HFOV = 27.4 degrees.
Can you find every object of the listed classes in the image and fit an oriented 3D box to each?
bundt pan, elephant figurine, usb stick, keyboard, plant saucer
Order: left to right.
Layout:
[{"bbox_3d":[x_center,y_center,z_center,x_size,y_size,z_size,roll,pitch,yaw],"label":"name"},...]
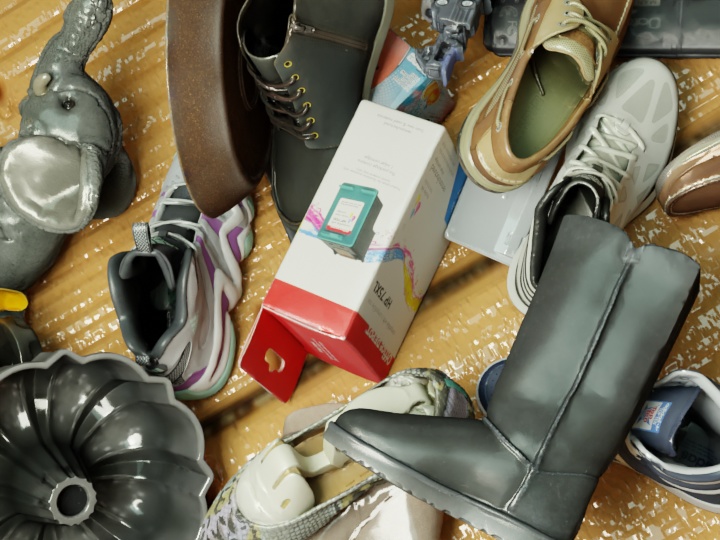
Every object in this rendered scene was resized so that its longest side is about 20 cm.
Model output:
[{"bbox_3d":[-0.228,-0.079,1.095,0.200,0.155,0.142,-27,43,15],"label":"elephant figurine"},{"bbox_3d":[-0.206,0.147,0.995,0.076,0.202,0.202,11,70,58],"label":"bundt pan"},{"bbox_3d":[-0.091,-0.136,1.020,0.034,0.200,0.201,0,71,9],"label":"plant saucer"},{"bbox_3d":[0.122,-0.105,1.047,0.056,0.011,0.201,23,87,-3],"label":"keyboard"},{"bbox_3d":[0.189,-0.180,1.073,0.199,0.033,0.056,3,78,17],"label":"usb stick"}]

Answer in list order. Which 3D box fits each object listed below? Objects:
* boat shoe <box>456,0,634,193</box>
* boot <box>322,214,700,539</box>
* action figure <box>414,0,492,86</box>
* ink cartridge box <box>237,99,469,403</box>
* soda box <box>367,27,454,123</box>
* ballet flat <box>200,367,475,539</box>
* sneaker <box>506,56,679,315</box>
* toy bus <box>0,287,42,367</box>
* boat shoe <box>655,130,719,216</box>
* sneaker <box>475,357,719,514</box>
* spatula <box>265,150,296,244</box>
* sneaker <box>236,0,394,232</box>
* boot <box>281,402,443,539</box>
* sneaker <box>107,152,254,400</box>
[{"bbox_3d":[0.139,-0.141,0.997,0.076,0.074,0.200,30,78,-12],"label":"boat shoe"},{"bbox_3d":[0.093,0.054,0.887,0.164,0.066,0.200,27,83,5],"label":"boot"},{"bbox_3d":[0.053,-0.234,1.056,0.193,0.105,0.200,10,51,4],"label":"action figure"},{"bbox_3d":[0.000,0.000,1.015,0.067,0.116,0.201,21,78,21],"label":"ink cartridge box"},{"bbox_3d":[-0.022,-0.174,1.109,0.064,0.068,0.200,-45,66,-1],"label":"soda box"},{"bbox_3d":[-0.023,0.119,0.942,0.200,0.072,0.072,-30,65,1],"label":"ballet flat"},{"bbox_3d":[0.166,-0.061,0.983,0.075,0.115,0.201,27,82,4],"label":"sneaker"},{"bbox_3d":[-0.338,0.106,1.067,0.192,0.135,0.201,5,97,39],"label":"toy bus"},{"bbox_3d":[0.297,-0.066,0.979,0.199,0.076,0.072,-16,69,12],"label":"boat shoe"},{"bbox_3d":[0.160,0.090,0.940,0.199,0.109,0.070,19,76,21],"label":"sneaker"},{"bbox_3d":[-0.067,-0.078,1.114,0.056,0.021,0.200,-26,68,1],"label":"spatula"},{"bbox_3d":[-0.048,-0.116,1.016,0.075,0.106,0.201,25,114,33],"label":"sneaker"},{"bbox_3d":[-0.035,0.167,0.999,0.199,0.070,0.147,-15,61,9],"label":"boot"},{"bbox_3d":[-0.131,-0.019,1.046,0.077,0.140,0.201,-7,69,14],"label":"sneaker"}]
